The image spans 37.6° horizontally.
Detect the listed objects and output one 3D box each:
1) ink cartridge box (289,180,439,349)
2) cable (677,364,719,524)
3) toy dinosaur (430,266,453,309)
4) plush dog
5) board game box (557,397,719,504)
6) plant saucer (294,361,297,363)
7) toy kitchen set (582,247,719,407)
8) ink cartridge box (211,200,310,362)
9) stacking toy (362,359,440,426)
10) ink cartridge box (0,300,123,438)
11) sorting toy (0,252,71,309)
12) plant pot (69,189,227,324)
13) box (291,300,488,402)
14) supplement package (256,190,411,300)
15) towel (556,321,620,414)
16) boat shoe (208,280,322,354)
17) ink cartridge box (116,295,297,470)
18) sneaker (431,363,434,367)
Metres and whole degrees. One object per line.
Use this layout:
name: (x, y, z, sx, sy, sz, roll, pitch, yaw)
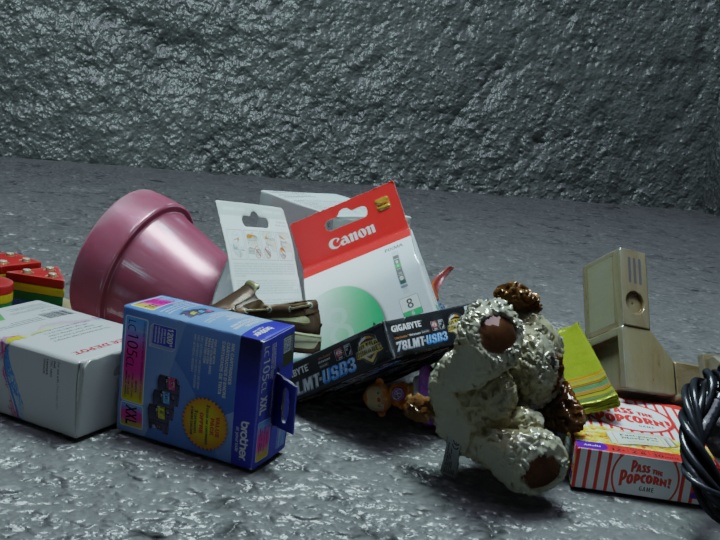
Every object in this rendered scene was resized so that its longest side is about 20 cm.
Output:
ink cartridge box: (0.000, 0.000, 1.362, 0.159, 0.203, 0.050, -21, -12, 10)
cable: (0.373, 0.177, 1.054, 0.050, 0.166, 0.198, -26, -11, 38)
toy dinosaur: (0.069, 0.059, 1.459, 0.103, 0.204, 0.182, -6, -24, 14)
plush dog: (0.149, 0.111, 1.093, 0.171, 0.203, 0.159, -27, 9, -39)
board game box: (0.300, 0.193, 1.179, 0.149, 0.047, 0.200, 8, 12, 3)
plant saucer: (-0.124, 0.127, 1.269, 0.198, 0.019, 0.069, -6, -6, -45)
toy kitchen set: (0.403, 0.074, 1.302, 0.197, 0.184, 0.163, 11, -22, -23)
ink cartridge box: (-0.133, 0.020, 1.323, 0.047, 0.204, 0.159, -16, -7, 26)
stacking toy: (0.099, 0.141, 1.222, 0.196, 0.118, 0.110, -3, 8, 7)
ink cartridge box: (-0.330, 0.102, 1.148, 0.197, 0.086, 0.144, 12, 13, 26)
sorting toy: (-0.491, 0.029, 1.439, 0.196, 0.071, 0.199, 15, 14, 35)
plant pot: (-0.244, 0.024, 1.363, 0.177, 0.203, 0.199, 28, 18, 18)
box: (0.030, 0.098, 1.238, 0.197, 0.050, 0.199, -5, -17, -46)
supplement package: (-0.048, -0.005, 1.560, 0.145, 0.195, 0.199, -1, 14, -37)
towel: (0.242, 0.116, 1.253, 0.084, 0.018, 0.201, -12, 21, 3)
boat shoe: (-0.135, 0.049, 1.203, 0.200, 0.076, 0.074, 9, -6, -34)
ink cartridge box: (-0.144, 0.113, 1.074, 0.197, 0.139, 0.076, 11, 14, 21)
sneaker: (0.181, 0.142, 1.316, 0.196, 0.068, 0.090, 1, 15, -8)
